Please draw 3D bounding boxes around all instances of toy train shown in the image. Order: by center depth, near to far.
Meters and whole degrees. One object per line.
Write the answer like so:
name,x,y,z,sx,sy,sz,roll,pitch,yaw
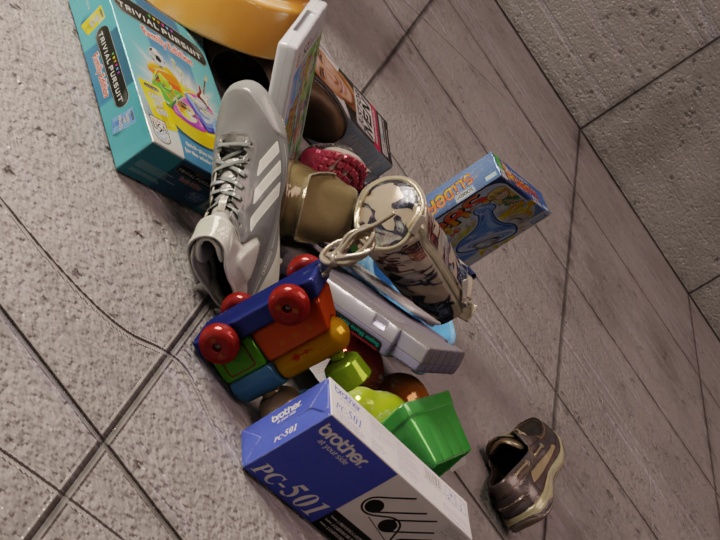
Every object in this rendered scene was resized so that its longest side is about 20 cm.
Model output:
toy train,-0.027,0.048,1.112,0.117,0.198,0.085,57,19,-13

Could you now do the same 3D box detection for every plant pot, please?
plant pot,-0.115,-0.345,1.399,0.198,0.185,0.201,24,22,-10

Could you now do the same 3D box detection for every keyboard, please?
keyboard,0.000,0.000,1.385,0.199,0.011,0.056,35,0,37

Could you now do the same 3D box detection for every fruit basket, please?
fruit basket,0.006,0.119,1.284,0.200,0.094,0.185,46,16,15

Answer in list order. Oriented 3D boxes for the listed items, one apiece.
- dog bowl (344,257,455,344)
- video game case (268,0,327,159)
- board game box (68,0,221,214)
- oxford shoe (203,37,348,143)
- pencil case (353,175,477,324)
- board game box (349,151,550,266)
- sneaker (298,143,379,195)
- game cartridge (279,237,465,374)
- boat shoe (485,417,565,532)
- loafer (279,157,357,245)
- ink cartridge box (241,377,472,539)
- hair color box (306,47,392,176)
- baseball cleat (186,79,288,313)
dog bowl,0.041,0.044,1.499,0.199,0.049,0.113,25,38,-56
video game case,-0.073,-0.147,1.341,0.022,0.203,0.183,14,24,2
board game box,-0.183,-0.158,1.262,0.150,0.047,0.202,29,35,-55
oxford shoe,-0.094,-0.190,1.498,0.199,0.073,0.085,33,32,-27
pencil case,0.057,-0.017,1.369,0.088,0.079,0.200,19,-17,28
board game box,0.101,-0.045,1.551,0.135,0.199,0.035,27,35,-53
sneaker,-0.037,-0.105,1.496,0.075,0.080,0.200,49,4,11
game cartridge,-0.002,0.034,1.301,0.199,0.039,0.129,34,11,20
boat shoe,0.184,0.213,1.557,0.074,0.074,0.200,53,19,-12
loafer,-0.039,-0.063,1.320,0.066,0.077,0.200,14,7,11
ink cartridge box,-0.001,0.178,1.133,0.200,0.093,0.045,45,24,-33
hair color box,-0.044,-0.201,1.640,0.200,0.060,0.100,45,24,-32
baseball cleat,-0.106,-0.063,1.183,0.106,0.069,0.204,-12,99,-65
